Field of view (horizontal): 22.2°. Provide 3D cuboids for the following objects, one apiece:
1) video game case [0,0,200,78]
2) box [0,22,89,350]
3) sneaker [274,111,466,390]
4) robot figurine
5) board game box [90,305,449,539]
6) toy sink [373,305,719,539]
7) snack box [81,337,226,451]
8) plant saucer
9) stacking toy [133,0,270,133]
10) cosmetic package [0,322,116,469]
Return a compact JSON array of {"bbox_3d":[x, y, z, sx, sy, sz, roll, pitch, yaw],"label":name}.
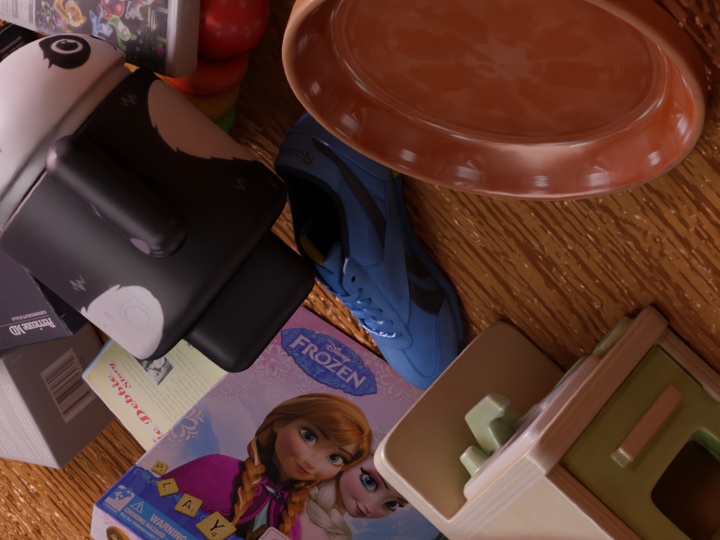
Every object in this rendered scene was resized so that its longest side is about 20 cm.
[{"bbox_3d":[-0.155,-0.220,0.973,0.182,0.023,0.200,21,119,29],"label":"video game case"},{"bbox_3d":[-0.260,-0.047,1.224,0.200,0.104,0.182,-10,117,49],"label":"box"},{"bbox_3d":[0.000,0.000,1.042,0.066,0.078,0.200,7,131,38],"label":"sneaker"},{"bbox_3d":[-0.118,-0.036,0.962,0.200,0.125,0.150,39,141,-5],"label":"robot figurine"},{"bbox_3d":[-0.020,0.139,1.092,0.200,0.200,0.041,33,143,15],"label":"board game box"},{"bbox_3d":[0.131,0.107,0.974,0.200,0.130,0.112,43,144,4],"label":"toy sink"},{"bbox_3d":[-0.086,0.104,1.216,0.200,0.037,0.116,48,127,7],"label":"snack box"},{"bbox_3d":[0.063,-0.095,0.863,0.200,0.032,0.200,11,156,5],"label":"plant saucer"},{"bbox_3d":[-0.103,-0.097,1.048,0.085,0.085,0.200,39,140,7],"label":"stacking toy"},{"bbox_3d":[-0.282,0.076,1.384,0.200,0.090,0.107,8,131,43],"label":"cosmetic package"}]
